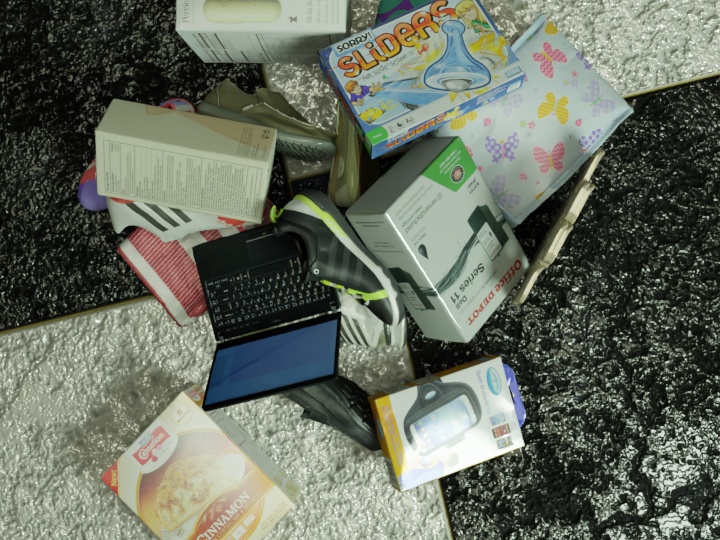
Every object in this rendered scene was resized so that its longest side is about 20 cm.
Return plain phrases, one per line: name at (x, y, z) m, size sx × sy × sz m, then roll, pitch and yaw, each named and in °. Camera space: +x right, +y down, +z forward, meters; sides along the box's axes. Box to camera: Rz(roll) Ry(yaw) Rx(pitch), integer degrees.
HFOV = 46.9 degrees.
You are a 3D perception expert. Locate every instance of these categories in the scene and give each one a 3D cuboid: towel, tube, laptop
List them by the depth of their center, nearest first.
laptop at (-0.121, 0.046, 1.006) m, size 0.176 × 0.103 × 0.202 m, roll -15°, pitch 89°, yaw 13°
tube at (-0.095, 0.003, 1.072) m, size 0.200 × 0.052 × 0.058 m, roll -45°, pitch 49°, yaw 7°
towel at (-0.204, -0.040, 1.087) m, size 0.200 × 0.023 × 0.144 m, roll -40°, pitch 88°, yaw 1°

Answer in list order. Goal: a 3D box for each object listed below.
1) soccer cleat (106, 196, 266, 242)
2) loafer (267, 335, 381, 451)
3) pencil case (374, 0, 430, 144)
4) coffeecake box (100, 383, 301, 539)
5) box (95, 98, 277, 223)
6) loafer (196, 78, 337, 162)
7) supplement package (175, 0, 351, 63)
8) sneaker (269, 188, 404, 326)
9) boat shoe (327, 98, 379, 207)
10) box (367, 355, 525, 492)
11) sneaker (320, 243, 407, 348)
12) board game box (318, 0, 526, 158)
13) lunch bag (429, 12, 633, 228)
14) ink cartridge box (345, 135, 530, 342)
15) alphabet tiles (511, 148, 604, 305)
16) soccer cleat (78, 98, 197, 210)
soccer cleat at (-0.220, -0.073, 1.051) m, size 0.198 × 0.069 × 0.086 m, roll 6°, pitch 126°, yaw -10°
loafer at (-0.048, 0.164, 1.063) m, size 0.200 × 0.068 × 0.070 m, roll 40°, pitch 113°, yaw -4°
pencil case at (0.056, -0.265, 1.023) m, size 0.091 × 0.085 × 0.202 m, roll 6°, pitch 72°, yaw 6°
coffeecake box at (-0.201, 0.272, 1.059) m, size 0.200 × 0.073 × 0.154 m, roll 44°, pitch 92°, yaw 2°
box at (-0.205, -0.129, 0.979) m, size 0.198 × 0.078 × 0.096 m, roll 11°, pitch 131°, yaw -5°
loafer at (-0.114, -0.196, 1.045) m, size 0.198 × 0.075 × 0.070 m, roll 22°, pitch 82°, yaw 17°
supplement package at (-0.112, -0.348, 1.021) m, size 0.198 × 0.151 × 0.154 m, roll 1°, pitch 90°, yaw 2°
sneaker at (-0.033, -0.002, 0.974) m, size 0.083 × 0.072 × 0.200 m, roll -41°, pitch 95°, yaw -19°
boat shoe at (-0.011, -0.182, 1.062) m, size 0.063 × 0.073 × 0.203 m, roll 3°, pitch 95°, yaw 32°
box at (0.119, 0.187, 1.044) m, size 0.198 × 0.041 × 0.120 m, roll -17°, pitch 92°, yaw -13°
sneaker at (0.000, 0.000, 1.050) m, size 0.114 × 0.076 × 0.203 m, roll -2°, pitch 95°, yaw 1°
board game box at (0.069, -0.230, 0.947) m, size 0.199 × 0.035 × 0.136 m, roll -27°, pitch 73°, yaw -9°
lunch bag at (0.199, -0.179, 1.027) m, size 0.170 × 0.127 × 0.200 m, roll 44°, pitch 81°, yaw -1°
ink cartridge box at (0.098, -0.035, 0.989) m, size 0.147 × 0.083 × 0.201 m, roll -47°, pitch 117°, yaw -24°
alphabet tiles at (0.234, -0.046, 0.984) m, size 0.015 × 0.200 × 0.197 m, roll 28°, pitch 89°, yaw 7°
soccer cleat at (-0.291, -0.149, 1.056) m, size 0.199 × 0.076 × 0.067 m, roll -36°, pitch 89°, yaw 9°
